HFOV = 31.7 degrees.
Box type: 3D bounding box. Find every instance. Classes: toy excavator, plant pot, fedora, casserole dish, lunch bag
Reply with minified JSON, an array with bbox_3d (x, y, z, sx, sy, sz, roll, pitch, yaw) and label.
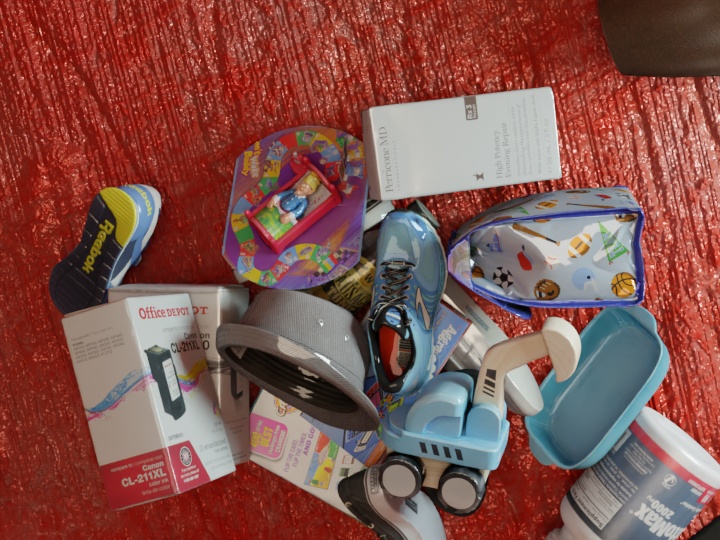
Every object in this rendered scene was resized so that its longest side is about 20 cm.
[{"bbox_3d":[0.118,0.137,1.292,0.193,0.100,0.202,9,111,14],"label":"toy excavator"},{"bbox_3d":[0.349,-0.271,1.282,0.199,0.187,0.188,-16,95,24],"label":"plant pot"},{"bbox_3d":[-0.054,0.083,1.337,0.199,0.177,0.091,32,68,-19],"label":"fedora"},{"bbox_3d":[0.259,0.130,1.373,0.039,0.121,0.201,30,102,-34],"label":"casserole dish"},{"bbox_3d":[0.190,-0.020,1.328,0.198,0.170,0.125,-1,99,6],"label":"lunch bag"}]

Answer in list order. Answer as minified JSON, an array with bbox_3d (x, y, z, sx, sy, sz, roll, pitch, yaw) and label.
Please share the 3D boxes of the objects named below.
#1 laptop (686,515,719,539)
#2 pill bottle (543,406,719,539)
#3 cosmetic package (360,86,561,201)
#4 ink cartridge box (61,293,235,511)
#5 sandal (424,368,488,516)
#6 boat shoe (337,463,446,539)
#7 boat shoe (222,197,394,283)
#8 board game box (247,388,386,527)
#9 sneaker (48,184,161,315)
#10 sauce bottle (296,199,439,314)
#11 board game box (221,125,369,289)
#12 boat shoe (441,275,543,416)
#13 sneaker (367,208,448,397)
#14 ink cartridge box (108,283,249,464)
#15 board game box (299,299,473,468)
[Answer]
[{"bbox_3d":[0.436,0.393,1.428,0.187,0.116,0.201,-40,62,10],"label":"laptop"},{"bbox_3d":[0.288,0.259,1.375,0.119,0.120,0.200,38,101,2],"label":"pill bottle"},{"bbox_3d":[0.105,-0.135,1.350,0.198,0.074,0.103,-9,96,-8],"label":"cosmetic package"},{"bbox_3d":[-0.216,0.129,1.306,0.082,0.146,0.202,-17,86,18],"label":"ink cartridge box"},{"bbox_3d":[0.110,0.200,1.395,0.074,0.045,0.201,-3,123,-6],"label":"sandal"},{"bbox_3d":[0.039,0.272,1.400,0.056,0.069,0.200,-15,138,21],"label":"boat shoe"},{"bbox_3d":[-0.061,-0.049,1.408,0.199,0.071,0.064,-22,95,12],"label":"boat shoe"},{"bbox_3d":[-0.027,0.183,1.448,0.199,0.040,0.154,29,100,3],"label":"board game box"},{"bbox_3d":[-0.286,-0.020,1.443,0.074,0.082,0.200,43,122,5],"label":"sneaker"},{"bbox_3d":[0.000,0.000,1.408,0.200,0.066,0.066,-43,90,12],"label":"sauce bottle"},{"bbox_3d":[-0.073,-0.079,1.370,0.157,0.039,0.202,1,65,13],"label":"board game box"},{"bbox_3d":[0.119,0.090,1.405,0.200,0.072,0.068,47,115,-2],"label":"boat shoe"},{"bbox_3d":[0.046,0.036,1.322,0.078,0.090,0.202,0,94,16],"label":"sneaker"},{"bbox_3d":[-0.203,0.116,1.422,0.144,0.085,0.202,0,89,18],"label":"ink cartridge box"},{"bbox_3d":[0.027,0.109,1.390,0.103,0.019,0.201,36,103,12],"label":"board game box"}]
